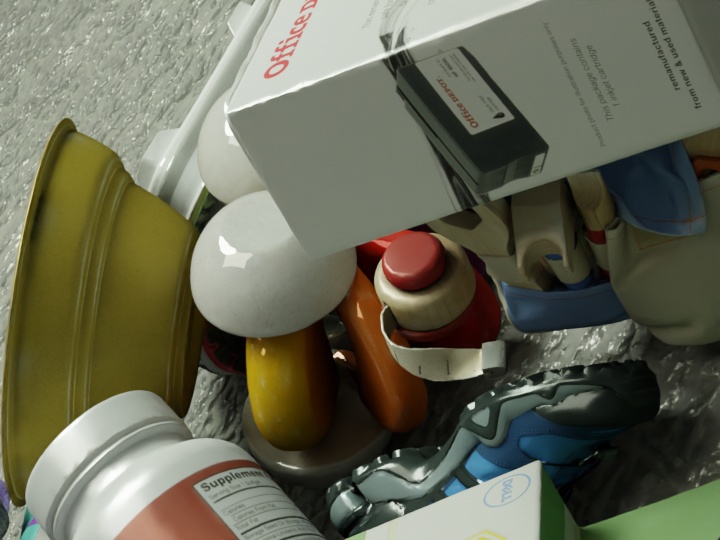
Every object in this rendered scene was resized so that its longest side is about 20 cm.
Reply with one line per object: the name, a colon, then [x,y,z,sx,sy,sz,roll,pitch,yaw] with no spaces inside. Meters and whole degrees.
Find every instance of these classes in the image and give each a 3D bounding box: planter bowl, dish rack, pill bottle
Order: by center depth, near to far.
pill bottle: [-0.066,0.153,1.059,0.200,0.112,0.112,45,102,26]
planter bowl: [-0.124,0.026,1.171,0.200,0.083,0.202,7,-90,-89]
dish rack: [-0.092,-0.065,1.314,0.201,0.043,0.172,-63,-1,-42]

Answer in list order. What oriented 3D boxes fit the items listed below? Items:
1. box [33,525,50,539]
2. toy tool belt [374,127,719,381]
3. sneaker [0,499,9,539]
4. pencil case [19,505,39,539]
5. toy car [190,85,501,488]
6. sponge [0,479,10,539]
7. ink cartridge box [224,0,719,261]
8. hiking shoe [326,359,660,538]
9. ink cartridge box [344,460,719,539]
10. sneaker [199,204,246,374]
box: [-0.122,0.231,1.137,0.157,0.050,0.201,14,72,25]
toy tool belt: [0.088,-0.035,1.015,0.198,0.123,0.126,-10,48,16]
sneaker: [-0.245,0.189,1.180,0.095,0.079,0.201,-6,55,38]
pencil case: [-0.161,0.165,1.284,0.084,0.093,0.201,2,55,5]
toy car: [0.000,0.000,1.165,0.149,0.176,0.201,-8,47,8]
sponge: [-0.252,0.215,1.251,0.111,0.030,0.201,-24,43,30]
ink cartridge box: [0.058,-0.099,0.965,0.199,0.085,0.145,-18,27,24]
hiking shoe: [0.071,0.105,1.035,0.200,0.074,0.087,-35,69,43]
ink cartridge box: [0.080,0.131,0.918,0.199,0.048,0.146,-25,22,18]
sneaker: [-0.055,-0.031,1.323,0.082,0.078,0.201,-17,43,61]
